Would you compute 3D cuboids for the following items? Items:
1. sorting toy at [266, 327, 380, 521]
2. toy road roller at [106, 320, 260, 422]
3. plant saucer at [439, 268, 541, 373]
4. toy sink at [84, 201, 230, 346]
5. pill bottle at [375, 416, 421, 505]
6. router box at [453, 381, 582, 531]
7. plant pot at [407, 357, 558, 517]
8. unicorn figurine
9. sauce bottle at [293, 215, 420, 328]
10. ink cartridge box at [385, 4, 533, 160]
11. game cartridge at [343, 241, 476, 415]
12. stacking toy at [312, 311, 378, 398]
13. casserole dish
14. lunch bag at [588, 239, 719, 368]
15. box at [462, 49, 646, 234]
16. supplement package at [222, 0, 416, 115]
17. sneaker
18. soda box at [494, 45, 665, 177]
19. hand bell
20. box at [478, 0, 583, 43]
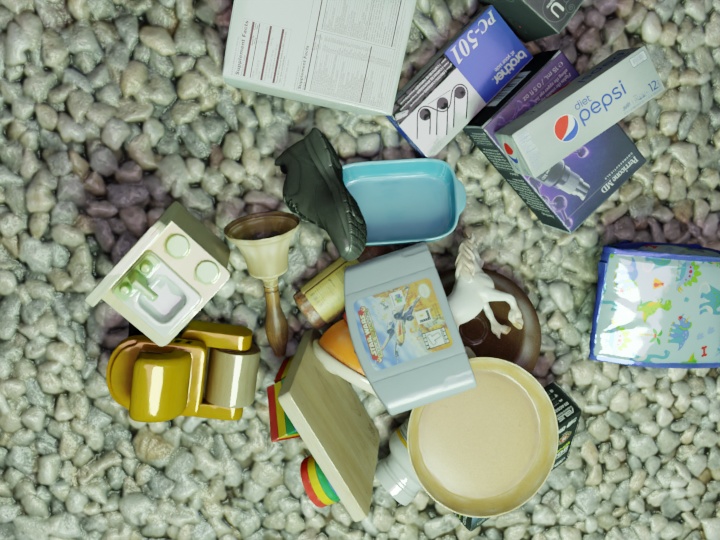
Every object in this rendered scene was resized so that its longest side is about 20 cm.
[{"bbox_3d":[-0.057,0.212,1.024,0.069,0.199,0.201,-26,105,14],"label":"sorting toy"},{"bbox_3d":[-0.237,0.144,1.003,0.198,0.146,0.124,7,101,-9],"label":"toy road roller"},{"bbox_3d":[0.157,0.086,1.053,0.198,0.037,0.202,-1,71,4],"label":"plant saucer"},{"bbox_3d":[-0.244,0.006,0.946,0.112,0.200,0.130,43,92,-13],"label":"toy sink"},{"bbox_3d":[0.113,0.247,1.096,0.200,0.104,0.104,-45,104,3],"label":"pill bottle"},{"bbox_3d":[0.217,0.268,1.073,0.199,0.062,0.151,-29,144,-19],"label":"router box"},{"bbox_3d":[0.155,0.211,0.960,0.198,0.027,0.202,0,89,-7],"label":"plant pot"},{"bbox_3d":[0.146,0.044,1.005,0.138,0.074,0.200,49,60,-5],"label":"unicorn figurine"},{"bbox_3d":[0.000,0.000,1.049,0.199,0.066,0.066,-36,104,2],"label":"sauce bottle"},{"bbox_3d":[0.130,-0.255,1.026,0.200,0.044,0.094,-44,106,2],"label":"ink cartridge box"},{"bbox_3d":[0.053,0.072,0.948,0.132,0.042,0.202,-17,69,-5],"label":"game cartridge"},{"bbox_3d":[0.037,0.060,1.020,0.145,0.146,0.201,27,93,-12],"label":"stacking toy"},{"bbox_3d":[0.044,-0.088,1.019,0.198,0.039,0.122,-3,70,5],"label":"casserole dish"},{"bbox_3d":[0.428,0.048,1.089,0.198,0.127,0.172,0,102,-18],"label":"lunch bag"},{"bbox_3d":[0.264,-0.175,1.031,0.148,0.104,0.200,-45,103,2],"label":"box"},{"bbox_3d":[-0.057,-0.282,0.918,0.198,0.191,0.149,11,99,-11],"label":"supplement package"},{"bbox_3d":[-0.053,-0.090,0.982,0.090,0.201,0.076,-27,149,8],"label":"sneaker"},{"bbox_3d":[0.272,-0.199,0.938,0.199,0.068,0.064,-34,105,-1],"label":"soda box"},{"bbox_3d":[-0.123,0.031,1.038,0.103,0.104,0.202,-8,114,-6],"label":"hand bell"},{"bbox_3d":[0.193,-0.402,0.964,0.199,0.122,0.106,36,94,-13],"label":"box"}]
